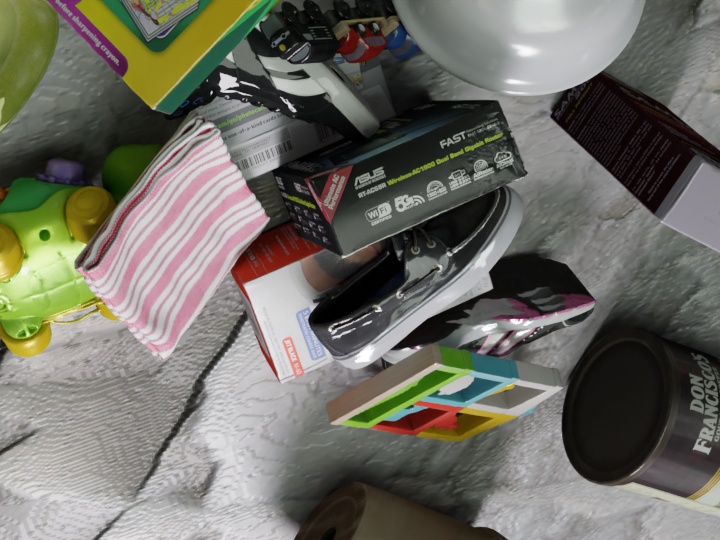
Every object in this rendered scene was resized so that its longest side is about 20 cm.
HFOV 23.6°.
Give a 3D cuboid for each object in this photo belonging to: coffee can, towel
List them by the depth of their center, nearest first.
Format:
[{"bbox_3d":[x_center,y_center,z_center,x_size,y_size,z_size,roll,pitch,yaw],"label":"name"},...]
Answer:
[{"bbox_3d":[-0.133,-0.019,1.290,0.147,0.030,0.200,-53,158,-11],"label":"towel"},{"bbox_3d":[0.309,0.148,1.605,0.200,0.146,0.147,19,111,-31],"label":"coffee can"}]

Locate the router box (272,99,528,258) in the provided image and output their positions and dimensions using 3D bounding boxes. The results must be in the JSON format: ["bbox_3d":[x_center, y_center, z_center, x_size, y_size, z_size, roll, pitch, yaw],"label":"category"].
[{"bbox_3d":[0.024,-0.075,1.314,0.149,0.200,0.062,-23,100,-9],"label":"router box"}]

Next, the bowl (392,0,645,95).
[{"bbox_3d":[0.123,-0.237,1.263,0.200,0.090,0.202,2,76,-7],"label":"bowl"}]

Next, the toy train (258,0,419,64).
[{"bbox_3d":[-0.003,-0.174,1.261,0.034,0.046,0.200,-36,170,33],"label":"toy train"}]

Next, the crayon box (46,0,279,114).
[{"bbox_3d":[-0.144,-0.238,1.172,0.173,0.058,0.200,-45,86,6],"label":"crayon box"}]

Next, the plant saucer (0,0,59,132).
[{"bbox_3d":[-0.295,-0.125,1.198,0.200,0.031,0.200,-44,169,-11],"label":"plant saucer"}]

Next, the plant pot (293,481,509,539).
[{"bbox_3d":[0.031,0.288,1.561,0.173,0.200,0.200,39,100,-19],"label":"plant pot"}]

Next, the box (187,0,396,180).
[{"bbox_3d":[-0.071,-0.178,1.315,0.156,0.041,0.200,-25,127,-8],"label":"box"}]

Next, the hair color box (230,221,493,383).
[{"bbox_3d":[0.000,0.000,1.438,0.200,0.064,0.111,-25,125,-9],"label":"hair color box"}]

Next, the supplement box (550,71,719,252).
[{"bbox_3d":[0.248,-0.089,1.403,0.109,0.200,0.061,23,107,-32],"label":"supplement box"}]

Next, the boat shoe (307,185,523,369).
[{"bbox_3d":[0.039,-0.006,1.377,0.200,0.070,0.066,-40,126,11],"label":"boat shoe"}]

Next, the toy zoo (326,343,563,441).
[{"bbox_3d":[0.085,0.111,1.508,0.131,0.021,0.200,-32,150,35],"label":"toy zoo"}]

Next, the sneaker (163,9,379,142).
[{"bbox_3d":[-0.088,-0.138,1.271,0.112,0.073,0.200,-44,118,11],"label":"sneaker"}]

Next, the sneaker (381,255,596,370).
[{"bbox_3d":[0.106,0.052,1.518,0.199,0.080,0.087,-12,135,-6],"label":"sneaker"}]

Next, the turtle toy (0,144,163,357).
[{"bbox_3d":[-0.218,-0.030,1.304,0.199,0.101,0.146,-23,148,-12],"label":"turtle toy"}]
